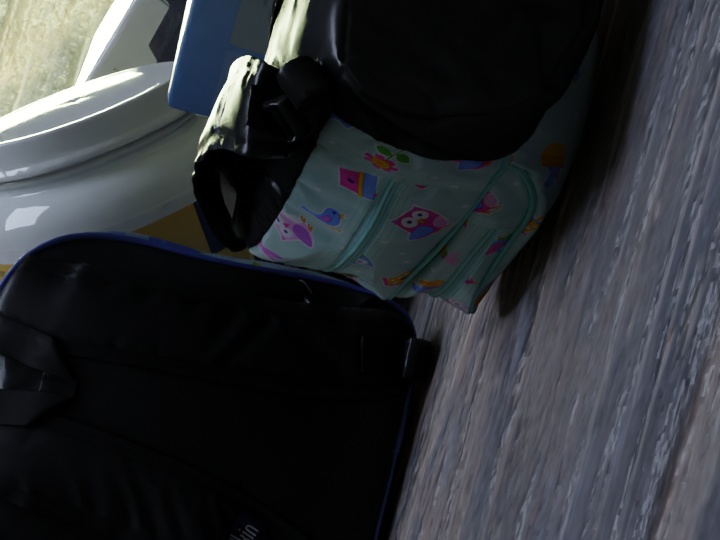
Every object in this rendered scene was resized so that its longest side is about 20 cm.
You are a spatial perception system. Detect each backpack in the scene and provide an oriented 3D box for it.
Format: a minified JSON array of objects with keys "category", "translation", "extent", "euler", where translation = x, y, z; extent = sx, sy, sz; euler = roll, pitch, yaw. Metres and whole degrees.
[{"category":"backpack","translation":[0.017,-0.065,0.834],"extent":[0.200,0.126,0.167],"euler":[118,174,-60]},{"category":"backpack","translation":[-0.088,0.085,1.054],"extent":[0.147,0.199,0.184],"euler":[125,160,-73]}]

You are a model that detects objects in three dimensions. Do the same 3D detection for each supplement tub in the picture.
[{"category":"supplement tub","translation":[-0.116,0.004,1.199],"extent":[0.144,0.144,0.201],"euler":[-92,-16,-74]}]

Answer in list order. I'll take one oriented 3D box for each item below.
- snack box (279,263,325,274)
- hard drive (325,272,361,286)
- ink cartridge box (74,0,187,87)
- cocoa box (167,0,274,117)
[{"category":"snack box","translation":[-0.039,-0.037,1.301],"extent":[0.116,0.037,0.201],"euler":[-79,-23,-62]},{"category":"hard drive","translation":[0.027,-0.088,1.238],"extent":[0.200,0.042,0.135],"euler":[-76,6,-48]},{"category":"ink cartridge box","translation":[-0.092,-0.173,1.382],"extent":[0.200,0.084,0.145],"euler":[-55,14,25]},{"category":"cocoa box","translation":[0.004,-0.157,0.964],"extent":[0.200,0.133,0.132],"euler":[113,170,-57]}]
